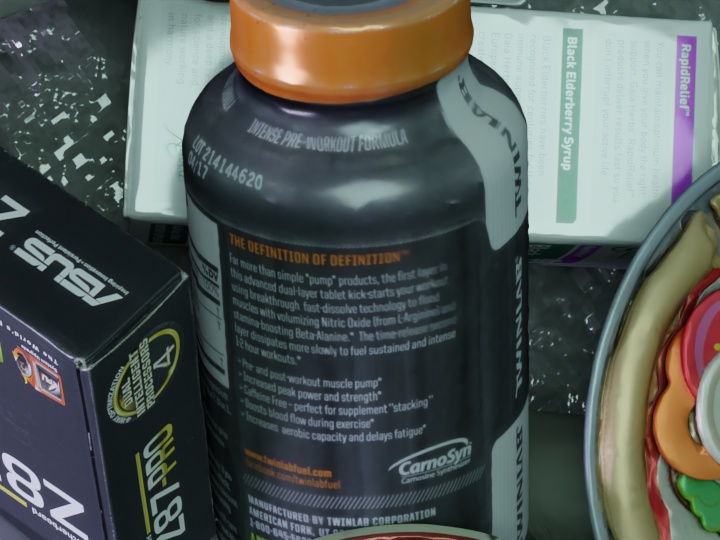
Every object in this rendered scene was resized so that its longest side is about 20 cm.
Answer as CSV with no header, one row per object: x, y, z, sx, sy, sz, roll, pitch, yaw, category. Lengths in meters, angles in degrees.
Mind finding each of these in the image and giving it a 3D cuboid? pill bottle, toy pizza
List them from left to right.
0.000,0.000,0.783,0.105,0.106,0.201,-6,121,-6,pill bottle
0.160,0.054,0.829,0.199,0.032,0.202,-1,91,-29,toy pizza

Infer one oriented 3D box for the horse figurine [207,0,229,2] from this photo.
-0.017,-0.167,0.842,0.132,0.050,0.201,24,85,2,horse figurine

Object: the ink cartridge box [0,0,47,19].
-0.078,-0.143,0.742,0.199,0.146,0.086,-22,84,-1,ink cartridge box

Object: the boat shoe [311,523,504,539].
-0.037,0.131,0.752,0.199,0.063,0.072,-14,113,-5,boat shoe

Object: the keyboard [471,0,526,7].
-0.036,-0.126,0.883,0.198,0.011,0.057,6,88,14,keyboard

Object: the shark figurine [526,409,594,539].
0.127,0.046,0.860,0.213,0.090,0.129,-21,51,-1,shark figurine

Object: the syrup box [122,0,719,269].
0.019,-0.046,0.881,0.198,0.079,0.082,4,85,-6,syrup box

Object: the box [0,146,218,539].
-0.133,0.013,0.786,0.199,0.162,0.049,33,60,23,box
